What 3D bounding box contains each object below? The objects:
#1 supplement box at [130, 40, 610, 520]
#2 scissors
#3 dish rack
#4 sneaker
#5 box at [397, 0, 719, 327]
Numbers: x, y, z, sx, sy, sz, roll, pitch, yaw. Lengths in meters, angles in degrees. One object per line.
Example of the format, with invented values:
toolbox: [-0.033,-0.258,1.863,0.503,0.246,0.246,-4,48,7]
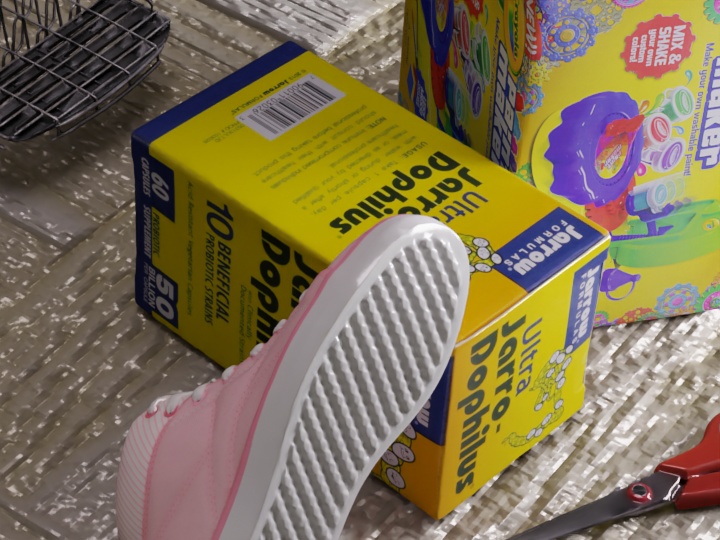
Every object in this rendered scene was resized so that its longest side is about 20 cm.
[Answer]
supplement box: [0.000,0.000,1.008,0.200,0.109,0.109,33,49,29]
scissors: [0.132,0.094,0.986,0.199,0.014,0.073,-8,45,-11]
dish rack: [-0.208,-0.124,1.180,0.200,0.055,0.153,27,48,22]
sneaker: [-0.038,0.053,0.903,0.075,0.201,0.105,17,12,-44]
box: [0.104,-0.109,1.071,0.122,0.200,0.193,-8,41,-13]
